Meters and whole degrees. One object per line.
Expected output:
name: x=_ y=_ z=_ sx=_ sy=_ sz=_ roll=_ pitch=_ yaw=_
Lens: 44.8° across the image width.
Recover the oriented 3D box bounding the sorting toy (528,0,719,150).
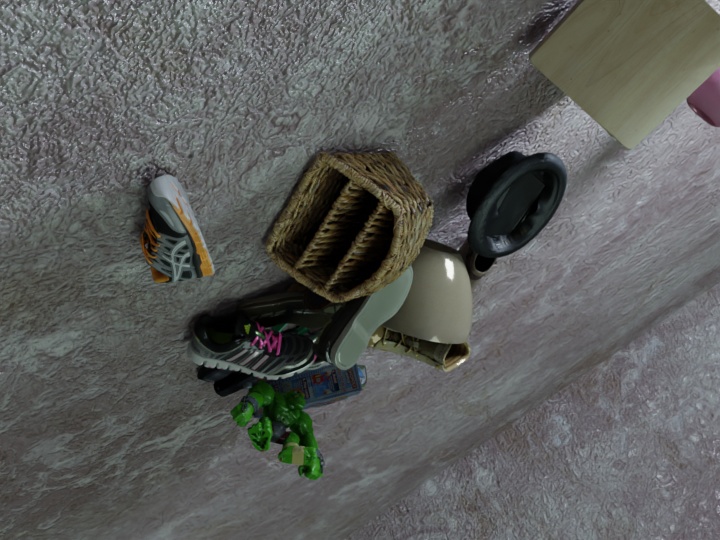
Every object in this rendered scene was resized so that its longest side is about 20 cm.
sorting toy: x=0.362 y=-0.304 z=1.172 sx=0.200 sy=0.198 sz=0.070 roll=-46 pitch=-163 yaw=24

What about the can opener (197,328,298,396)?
can opener: x=-0.172 y=0.153 z=1.416 sx=0.199 sy=0.064 sz=0.078 roll=-24 pitch=168 yaw=27

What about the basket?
basket: x=-0.013 y=-0.049 z=1.197 sx=0.148 sy=0.143 sz=0.200 roll=-8 pitch=145 yaw=-45

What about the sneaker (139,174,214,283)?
sneaker: x=-0.226 y=-0.038 z=1.037 sx=0.077 sy=0.079 sz=0.200 roll=-19 pitch=152 yaw=-9

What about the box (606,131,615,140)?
box: x=0.415 y=-0.309 z=1.293 sx=0.200 sy=0.113 sz=0.101 roll=-41 pitch=156 yaw=13

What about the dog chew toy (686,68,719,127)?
dog chew toy: x=0.672 y=-0.351 z=1.537 sx=0.200 sy=0.125 sz=0.124 roll=-48 pitch=153 yaw=12

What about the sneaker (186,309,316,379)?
sneaker: x=-0.163 y=0.107 z=1.310 sx=0.198 sy=0.074 sz=0.088 roll=7 pitch=139 yaw=-1

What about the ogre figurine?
ogre figurine: x=-0.137 y=0.257 z=1.471 sx=0.199 sy=0.120 sz=0.098 roll=24 pitch=121 yaw=-19

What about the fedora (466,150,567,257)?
fedora: x=0.236 y=-0.121 z=1.421 sx=0.199 sy=0.092 sz=0.202 roll=-22 pitch=137 yaw=-21

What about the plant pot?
plant pot: x=0.103 y=0.021 z=1.450 sx=0.200 sy=0.200 sz=0.136 roll=1 pitch=110 yaw=-51

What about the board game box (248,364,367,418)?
board game box: x=-0.068 y=0.215 z=1.605 sx=0.199 sy=0.062 sz=0.200 roll=-18 pitch=167 yaw=23

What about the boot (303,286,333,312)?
boot: x=0.000 y=0.000 z=1.359 sx=0.200 sy=0.075 sz=0.097 roll=-45 pitch=154 yaw=-3

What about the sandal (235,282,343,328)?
sandal: x=-0.106 y=0.052 z=1.383 sx=0.198 sy=0.055 sz=0.082 roll=-5 pitch=139 yaw=-23

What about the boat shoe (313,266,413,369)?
boat shoe: x=0.004 y=0.059 z=1.332 sx=0.201 sy=0.060 sz=0.072 roll=-50 pitch=134 yaw=-23

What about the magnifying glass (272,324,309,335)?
magnifying glass: x=-0.139 y=0.129 z=1.511 sx=0.079 sy=0.022 sz=0.200 roll=-8 pitch=145 yaw=-47

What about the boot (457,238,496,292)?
boot: x=0.191 y=0.002 z=1.535 sx=0.146 sy=0.070 sz=0.201 roll=161 pitch=-50 yaw=-81

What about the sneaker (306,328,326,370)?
sneaker: x=-0.026 y=0.114 z=1.527 sx=0.199 sy=0.077 sz=0.080 roll=-33 pitch=-179 yaw=-13

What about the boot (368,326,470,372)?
boot: x=0.078 y=0.118 z=1.475 sx=0.199 sy=0.155 sz=0.073 roll=9 pitch=100 yaw=-48
